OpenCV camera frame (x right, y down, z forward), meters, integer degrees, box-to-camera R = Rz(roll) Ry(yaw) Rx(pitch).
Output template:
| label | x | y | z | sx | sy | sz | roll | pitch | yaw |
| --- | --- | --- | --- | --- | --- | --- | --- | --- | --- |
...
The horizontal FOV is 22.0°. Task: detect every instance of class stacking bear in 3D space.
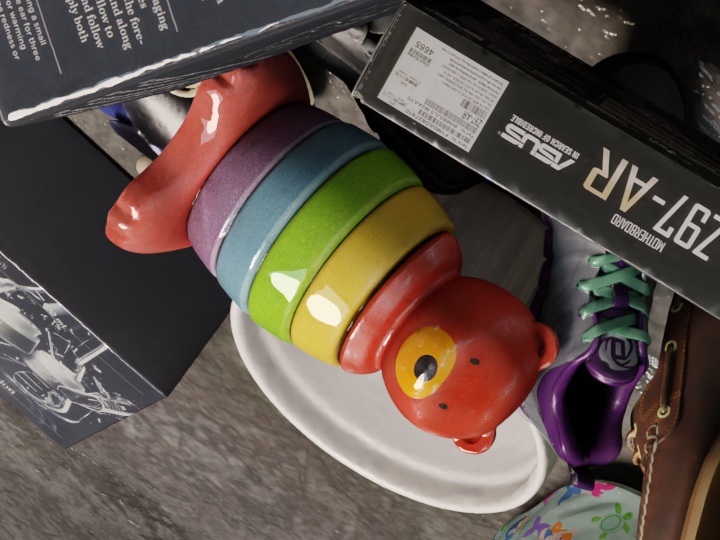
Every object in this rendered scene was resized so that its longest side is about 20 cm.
| label | x | y | z | sx | sy | sz | roll | pitch | yaw |
| --- | --- | --- | --- | --- | --- | --- | --- | --- | --- |
| stacking bear | 0.000 | 0.000 | 0.877 | 0.200 | 0.122 | 0.114 | 41 | -167 | 15 |

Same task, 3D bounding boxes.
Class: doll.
| label | x | y | z | sx | sy | sz | roll | pitch | yaw |
| --- | --- | --- | --- | --- | --- | --- | --- | --- | --- |
| doll | -0.115 | -0.086 | 1.073 | 0.200 | 0.048 | 0.136 | 39 | 150 | 1 |

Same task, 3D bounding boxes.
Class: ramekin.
| label | x | y | z | sx | sy | sz | roll | pitch | yaw |
| --- | --- | --- | --- | --- | --- | --- | --- | --- | --- |
| ramekin | 0.037 | 0.032 | 1.036 | 0.200 | 0.105 | 0.200 | 24 | 147 | 17 |

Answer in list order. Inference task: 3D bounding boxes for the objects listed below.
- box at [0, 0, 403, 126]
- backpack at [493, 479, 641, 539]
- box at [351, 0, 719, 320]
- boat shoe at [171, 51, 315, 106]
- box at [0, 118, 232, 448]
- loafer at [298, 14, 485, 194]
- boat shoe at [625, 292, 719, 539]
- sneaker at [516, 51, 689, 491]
| label | x | y | z | sx | sy | sz | roll | pitch | yaw |
| --- | --- | --- | --- | --- | --- | --- | --- | --- | --- |
| box | -0.042 | -0.142 | 0.739 | 0.199 | 0.148 | 0.107 | -16 | 95 | 23 |
| backpack | 0.154 | 0.226 | 1.158 | 0.177 | 0.151 | 0.200 | 37 | 145 | -1 |
| box | 0.106 | -0.044 | 0.753 | 0.200 | 0.044 | 0.160 | 32 | -166 | 5 |
| boat shoe | -0.097 | -0.127 | 0.953 | 0.071 | 0.063 | 0.200 | 22 | 163 | 45 |
| box | -0.211 | 0.004 | 1.238 | 0.200 | 0.104 | 0.182 | 42 | 147 | -12 |
| loafer | 0.005 | -0.125 | 0.896 | 0.201 | 0.068 | 0.070 | 46 | 128 | -11 |
| boat shoe | 0.164 | 0.075 | 0.881 | 0.070 | 0.200 | 0.070 | 4 | 149 | 35 |
| sneaker | 0.122 | 0.002 | 0.865 | 0.074 | 0.088 | 0.201 | 1 | 118 | -15 |
